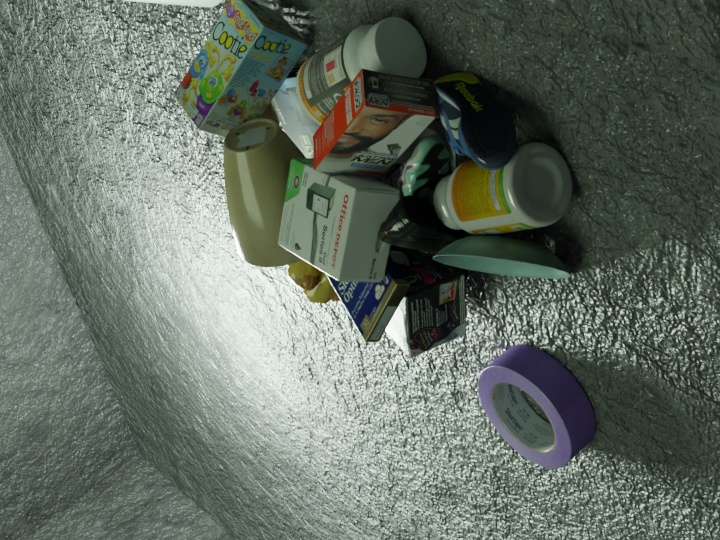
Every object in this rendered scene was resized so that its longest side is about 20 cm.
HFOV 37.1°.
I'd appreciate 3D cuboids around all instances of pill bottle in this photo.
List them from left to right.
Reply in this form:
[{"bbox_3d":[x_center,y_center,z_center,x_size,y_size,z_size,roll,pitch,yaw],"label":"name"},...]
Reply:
[{"bbox_3d":[0.000,-0.290,1.572,0.199,0.116,0.117,-17,106,54],"label":"pill bottle"},{"bbox_3d":[0.189,-0.107,1.486,0.199,0.111,0.112,-7,115,60],"label":"pill bottle"}]

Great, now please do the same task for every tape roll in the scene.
[{"bbox_3d":[0.285,0.223,1.753,0.200,0.065,0.201,38,148,29],"label":"tape roll"}]

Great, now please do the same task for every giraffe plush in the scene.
[{"bbox_3d":[-0.009,-0.026,1.891,0.161,0.172,0.202,17,102,35],"label":"giraffe plush"}]

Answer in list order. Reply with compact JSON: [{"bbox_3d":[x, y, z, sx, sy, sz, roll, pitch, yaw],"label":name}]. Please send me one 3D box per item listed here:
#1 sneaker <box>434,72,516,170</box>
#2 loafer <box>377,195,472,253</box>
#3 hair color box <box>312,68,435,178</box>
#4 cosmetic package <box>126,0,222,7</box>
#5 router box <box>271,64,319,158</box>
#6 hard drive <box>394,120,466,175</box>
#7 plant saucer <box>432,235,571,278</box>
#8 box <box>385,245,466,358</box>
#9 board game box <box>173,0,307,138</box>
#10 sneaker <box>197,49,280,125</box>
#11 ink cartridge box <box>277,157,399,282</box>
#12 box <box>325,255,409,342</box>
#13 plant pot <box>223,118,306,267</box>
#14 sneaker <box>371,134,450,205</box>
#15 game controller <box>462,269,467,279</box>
[{"bbox_3d":[0.156,-0.187,1.441,0.201,0.073,0.083,-110,11,-48],"label":"sneaker"},{"bbox_3d":[0.109,-0.058,1.602,0.072,0.199,0.073,-38,52,35],"label":"loafer"},{"bbox_3d":[0.015,-0.204,1.532,0.200,0.110,0.065,135,136,-59],"label":"hair color box"},{"bbox_3d":[-0.267,-0.515,1.650,0.199,0.165,0.169,-7,87,60],"label":"cosmetic package"},{"bbox_3d":[-0.068,-0.246,1.798,0.149,0.062,0.201,8,128,57],"label":"router box"},{"bbox_3d":[0.083,-0.190,1.659,0.200,0.026,0.133,36,148,33],"label":"hard drive"},{"bbox_3d":[0.204,-0.022,1.535,0.200,0.200,0.039,-1,79,58],"label":"plant saucer"},{"bbox_3d":[0.072,0.024,1.743,0.200,0.114,0.133,48,151,46],"label":"box"},{"bbox_3d":[-0.197,-0.326,1.744,0.201,0.104,0.103,-53,54,21],"label":"board game box"},{"bbox_3d":[-0.214,-0.331,1.959,0.201,0.073,0.085,52,-173,-11],"label":"sneaker"},{"bbox_3d":[-0.037,-0.080,1.646,0.200,0.083,0.147,29,113,53],"label":"ink cartridge box"},{"bbox_3d":[0.000,0.000,1.691,0.201,0.032,0.122,59,134,40],"label":"box"},{"bbox_3d":[-0.149,-0.142,1.773,0.187,0.187,0.201,27,147,42],"label":"plant pot"},{"bbox_3d":[0.060,-0.148,1.632,0.140,0.077,0.201,49,142,33],"label":"sneaker"},{"bbox_3d":[0.133,0.005,1.793,0.105,0.042,0.201,56,156,31],"label":"game controller"}]
